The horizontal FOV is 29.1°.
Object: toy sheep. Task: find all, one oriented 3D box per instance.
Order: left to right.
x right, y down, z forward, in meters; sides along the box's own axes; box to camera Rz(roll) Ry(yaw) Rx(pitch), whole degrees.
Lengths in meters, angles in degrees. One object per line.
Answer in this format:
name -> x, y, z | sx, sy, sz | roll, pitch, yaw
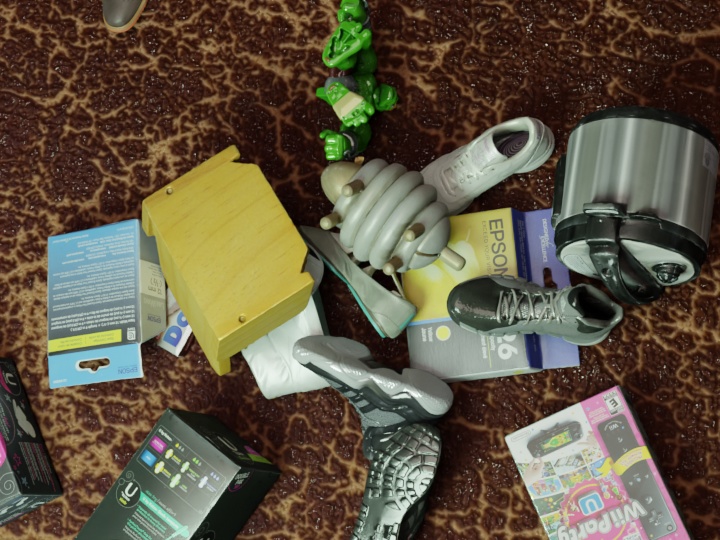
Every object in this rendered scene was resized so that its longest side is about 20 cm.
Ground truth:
toy sheep -> 0.037, -0.059, 1.622 | 0.200, 0.138, 0.138 | 40, 93, 8

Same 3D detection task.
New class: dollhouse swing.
dollhouse swing -> -0.151, -0.001, 1.663 | 0.182, 0.176, 0.200 | -32, 69, -1

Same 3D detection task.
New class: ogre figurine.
ogre figurine -> -0.010, -0.227, 1.710 | 0.098, 0.120, 0.200 | -16, 78, 8

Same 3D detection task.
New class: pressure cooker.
pressure cooker -> 0.306, -0.065, 1.552 | 0.176, 0.179, 0.200 | 15, 73, -14

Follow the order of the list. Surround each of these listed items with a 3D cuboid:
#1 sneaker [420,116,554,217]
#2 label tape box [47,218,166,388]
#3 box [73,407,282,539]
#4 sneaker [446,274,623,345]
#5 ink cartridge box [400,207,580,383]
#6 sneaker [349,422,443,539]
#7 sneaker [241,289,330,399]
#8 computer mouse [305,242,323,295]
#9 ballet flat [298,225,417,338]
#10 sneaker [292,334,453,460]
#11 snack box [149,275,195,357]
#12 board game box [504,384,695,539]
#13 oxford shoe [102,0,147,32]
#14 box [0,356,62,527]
sneaker -> 0.133, -0.130, 1.664 | 0.200, 0.100, 0.075 | -31, 75, 10
label tape box -> -0.323, 0.047, 1.764 | 0.143, 0.066, 0.200 | -9, 77, 25
box -> -0.217, 0.283, 1.665 | 0.124, 0.149, 0.200 | 35, 91, 19
sneaker -> 0.205, 0.035, 1.574 | 0.200, 0.115, 0.075 | 6, 77, -9
ink cartridge box -> 0.150, 0.028, 1.662 | 0.200, 0.047, 0.198 | -9, 77, 16
sneaker -> 0.046, 0.267, 1.624 | 0.076, 0.088, 0.200 | 27, 99, 22
sneaker -> -0.104, 0.057, 1.712 | 0.115, 0.074, 0.200 | -15, 78, 9
computer mouse -> -0.122, -0.034, 1.690 | 0.200, 0.044, 0.110 | 35, 96, 37
ballet flat -> 0.000, 0.000, 1.687 | 0.064, 0.067, 0.200 | -42, 59, 1
sneaker -> 0.002, 0.157, 1.640 | 0.200, 0.075, 0.114 | 21, 114, 8
snack box -> -0.210, 0.007, 1.775 | 0.072, 0.024, 0.200 | 28, 89, 19
board game box -> 0.274, 0.252, 1.580 | 0.147, 0.064, 0.200 | -26, 76, 10
oxford shoe -> -0.319, -0.420, 1.853 | 0.071, 0.073, 0.200 | 5, 82, 15
box -> -0.490, 0.224, 1.771 | 0.132, 0.115, 0.200 | -28, 73, 11
